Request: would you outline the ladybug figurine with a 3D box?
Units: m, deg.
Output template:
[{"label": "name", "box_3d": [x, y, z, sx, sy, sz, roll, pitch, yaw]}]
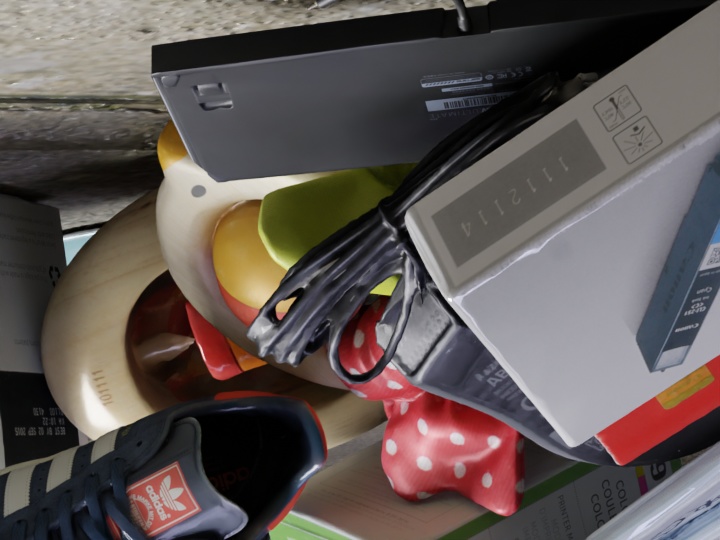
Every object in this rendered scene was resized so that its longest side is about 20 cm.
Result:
[{"label": "ladybug figurine", "box_3d": [-0.039, 0.011, 0.973, 0.198, 0.137, 0.072, -15, -158, 2]}]

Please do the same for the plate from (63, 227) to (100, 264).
[{"label": "plate", "box_3d": [-0.096, 0.001, 1.173, 0.198, 0.026, 0.200, -8, 172, -1]}]

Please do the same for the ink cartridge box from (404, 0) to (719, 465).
[{"label": "ink cartridge box", "box_3d": [0.137, -0.015, 0.698, 0.199, 0.045, 0.176, -34, 138, 8]}]

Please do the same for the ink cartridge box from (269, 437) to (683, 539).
[{"label": "ink cartridge box", "box_3d": [0.070, 0.092, 0.967, 0.199, 0.060, 0.104, -26, -159, -29]}]

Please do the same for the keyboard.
[{"label": "keyboard", "box_3d": [0.033, -0.071, 0.687, 0.198, 0.021, 0.127, -7, 153, 7]}]

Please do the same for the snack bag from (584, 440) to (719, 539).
[{"label": "snack bag", "box_3d": [0.118, 0.111, 0.888, 0.188, 0.021, 0.200, -37, 162, 10]}]

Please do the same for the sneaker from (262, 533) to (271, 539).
[{"label": "sneaker", "box_3d": [-0.067, 0.080, 1.074, 0.080, 0.087, 0.201, -3, -147, 7]}]

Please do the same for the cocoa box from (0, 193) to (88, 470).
[{"label": "cocoa box", "box_3d": [-0.217, 0.037, 0.929, 0.130, 0.135, 0.200, -10, 172, 19]}]

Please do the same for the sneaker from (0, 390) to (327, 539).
[{"label": "sneaker", "box_3d": [-0.096, 0.096, 0.865, 0.199, 0.075, 0.084, -30, -175, -35]}]

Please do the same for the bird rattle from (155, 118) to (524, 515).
[{"label": "bird rattle", "box_3d": [0.000, 0.000, 0.880, 0.162, 0.113, 0.201, 17, 151, 20]}]

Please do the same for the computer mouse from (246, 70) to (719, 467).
[{"label": "computer mouse", "box_3d": [0.066, 0.005, 0.764, 0.138, 0.053, 0.200, -37, 138, 23]}]
